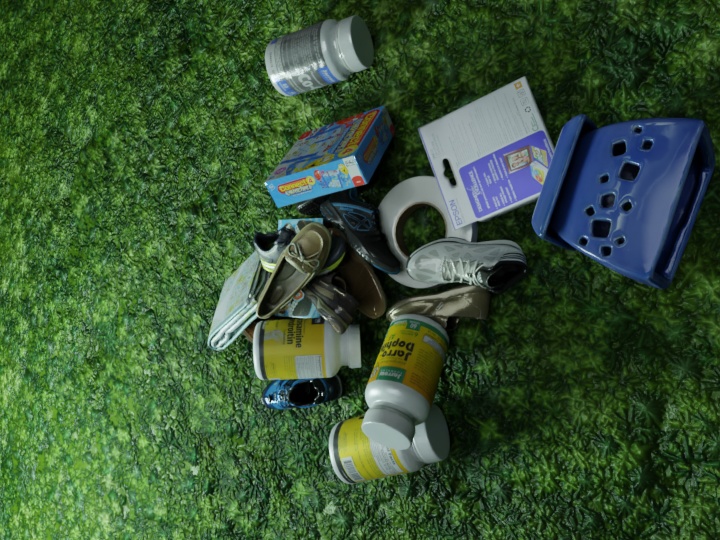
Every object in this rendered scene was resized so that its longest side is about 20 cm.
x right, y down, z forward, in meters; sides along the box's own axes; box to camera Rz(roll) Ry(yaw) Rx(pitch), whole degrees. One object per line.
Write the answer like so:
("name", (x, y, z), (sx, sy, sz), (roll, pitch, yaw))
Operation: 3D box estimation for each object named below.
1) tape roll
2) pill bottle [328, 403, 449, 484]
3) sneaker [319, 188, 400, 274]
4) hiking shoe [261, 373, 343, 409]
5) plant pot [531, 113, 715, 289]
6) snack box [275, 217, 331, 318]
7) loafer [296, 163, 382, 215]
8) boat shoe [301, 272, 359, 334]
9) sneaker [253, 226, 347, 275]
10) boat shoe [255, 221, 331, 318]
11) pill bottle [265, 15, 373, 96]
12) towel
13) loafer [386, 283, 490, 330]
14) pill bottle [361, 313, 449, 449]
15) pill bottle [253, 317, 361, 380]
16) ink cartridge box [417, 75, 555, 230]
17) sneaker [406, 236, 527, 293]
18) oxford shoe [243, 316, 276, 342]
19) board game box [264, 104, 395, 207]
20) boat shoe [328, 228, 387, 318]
("tape roll", (0.116, -0.069, 0.988), (0.200, 0.037, 0.207), (-1, 87, 29))
("pill bottle", (0.052, 0.307, 0.966), (0.198, 0.114, 0.116), (-22, 78, 27))
("sneaker", (0.010, -0.077, 0.988), (0.082, 0.073, 0.200), (-45, 73, 6))
("hiking shoe", (-0.133, 0.241, 1.090), (0.197, 0.086, 0.076), (-18, 79, 28))
("plant pot", (0.363, -0.100, 0.761), (0.178, 0.199, 0.203), (22, 99, 35))
("snack box", (-0.119, -0.004, 1.120), (0.114, 0.037, 0.204), (1, 89, 30))
("loafer", (-0.050, -0.180, 1.066), (0.197, 0.073, 0.073), (-22, 68, 23))
("boat shoe", (-0.052, 0.047, 0.994), (0.073, 0.075, 0.200), (-43, 32, -3))
("sneaker", (-0.117, -0.040, 1.007), (0.197, 0.081, 0.075), (-4, 55, 24))
("boat shoe", (-0.121, 0.004, 0.958), (0.073, 0.063, 0.201), (40, 113, -5))
("pill bottle", (-0.080, -0.424, 1.070), (0.197, 0.113, 0.116), (-5, 86, 30))
("towel", (-0.243, 0.054, 1.123), (0.199, 0.048, 0.173), (-38, 32, 37))
("loafer", (0.135, 0.074, 0.949), (0.197, 0.076, 0.069), (-19, 73, 28))
("pill bottle", (0.072, 0.182, 0.893), (0.111, 0.114, 0.202), (1, 48, 29))
("pill bottle", (-0.098, 0.147, 1.028), (0.196, 0.112, 0.114), (-3, 86, 0))
("ink cartridge box", (0.220, -0.193, 0.916), (0.197, 0.043, 0.201), (-21, 78, 18))
("sneaker", (0.171, -0.008, 0.873), (0.196, 0.115, 0.077), (-6, 104, 7))
("oxford shoe", (-0.178, 0.141, 1.118), (0.199, 0.071, 0.072), (36, 135, 25))
("board game box", (-0.052, -0.213, 1.006), (0.193, 0.201, 0.056), (-11, 125, 29))
("boat shoe", (0.000, 0.000, 1.033), (0.071, 0.064, 0.202), (-44, 65, 29))
